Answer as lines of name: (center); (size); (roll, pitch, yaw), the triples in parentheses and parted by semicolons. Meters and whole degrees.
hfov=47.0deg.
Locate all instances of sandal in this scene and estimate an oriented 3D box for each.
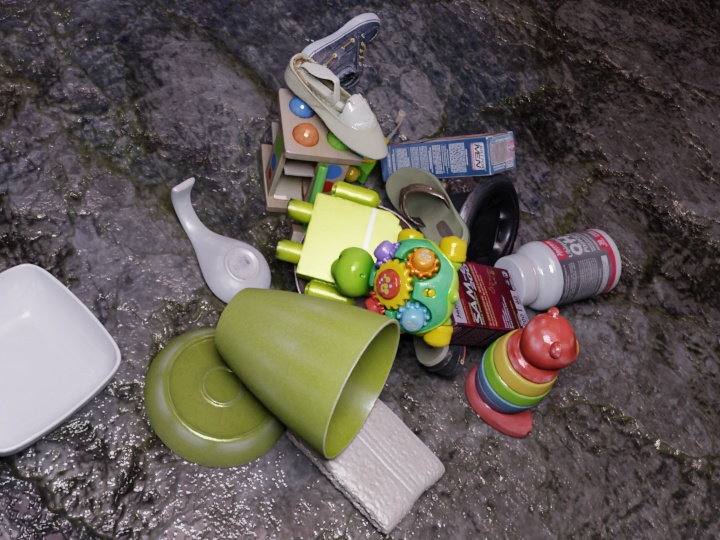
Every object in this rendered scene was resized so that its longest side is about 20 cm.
sandal: (0.097, -0.097, 1.237); (0.057, 0.080, 0.202); (32, 15, -44)

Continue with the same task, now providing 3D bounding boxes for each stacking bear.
stacking bear: (0.235, 0.131, 1.162); (0.112, 0.201, 0.123); (18, 52, -8)

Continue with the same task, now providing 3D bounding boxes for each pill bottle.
pill bottle: (0.314, 0.002, 1.339); (0.197, 0.111, 0.112); (-12, 62, -28)

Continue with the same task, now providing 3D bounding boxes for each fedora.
fedora: (0.176, -0.070, 1.327); (0.091, 0.203, 0.200); (16, 43, 33)

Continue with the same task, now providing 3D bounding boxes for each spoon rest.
spoon rest: (-0.206, -0.036, 1.203); (0.099, 0.061, 0.201); (-34, 88, -34)

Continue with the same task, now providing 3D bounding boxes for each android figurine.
android figurine: (-0.019, -0.036, 1.197); (0.197, 0.041, 0.185); (14, 78, -3)

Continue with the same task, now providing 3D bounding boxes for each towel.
towel: (0.005, 0.239, 1.105); (0.200, 0.035, 0.132); (44, 55, 11)

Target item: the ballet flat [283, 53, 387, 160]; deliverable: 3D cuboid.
ballet flat: (-0.032, -0.241, 1.197); (0.199, 0.070, 0.069); (41, 52, 9)

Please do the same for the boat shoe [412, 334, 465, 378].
boat shoe: (0.115, 0.071, 1.248); (0.063, 0.073, 0.203); (39, 33, -36)

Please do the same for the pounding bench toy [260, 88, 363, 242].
pounding bench toy: (-0.071, -0.154, 1.264); (0.122, 0.157, 0.203); (3, 56, -19)

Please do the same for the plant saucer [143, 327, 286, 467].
plant saucer: (-0.183, 0.157, 1.089); (0.197, 0.031, 0.203); (10, 55, -15)

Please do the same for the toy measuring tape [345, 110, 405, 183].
toy measuring tape: (0.012, -0.220, 1.399); (0.073, 0.074, 0.201); (30, 52, 0)

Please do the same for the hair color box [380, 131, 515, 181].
hair color box: (0.140, -0.183, 1.336); (0.100, 0.197, 0.062); (-22, 109, -53)

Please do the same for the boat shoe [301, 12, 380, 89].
boat shoe: (-0.016, -0.391, 1.507); (0.091, 0.071, 0.200); (45, 60, 11)

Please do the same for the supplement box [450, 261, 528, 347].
supplement box: (0.161, 0.048, 1.203); (0.198, 0.061, 0.110); (8, 57, -47)

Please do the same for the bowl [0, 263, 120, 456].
bowl: (-0.413, 0.114, 0.999); (0.200, 0.075, 0.199); (42, 53, 11)

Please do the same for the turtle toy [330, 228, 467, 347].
turtle toy: (0.048, 0.016, 1.103); (0.100, 0.198, 0.148); (5, 96, -47)

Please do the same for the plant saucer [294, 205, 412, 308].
plant saucer: (0.000, 0.000, 1.229); (0.196, 0.032, 0.204); (1, 77, -6)

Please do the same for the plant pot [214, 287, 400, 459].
plant pot: (-0.079, 0.105, 1.050); (0.198, 0.189, 0.187); (26, 50, 18)

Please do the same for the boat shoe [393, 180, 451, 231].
boat shoe: (0.077, -0.070, 1.327); (0.066, 0.075, 0.201); (21, 56, 23)
